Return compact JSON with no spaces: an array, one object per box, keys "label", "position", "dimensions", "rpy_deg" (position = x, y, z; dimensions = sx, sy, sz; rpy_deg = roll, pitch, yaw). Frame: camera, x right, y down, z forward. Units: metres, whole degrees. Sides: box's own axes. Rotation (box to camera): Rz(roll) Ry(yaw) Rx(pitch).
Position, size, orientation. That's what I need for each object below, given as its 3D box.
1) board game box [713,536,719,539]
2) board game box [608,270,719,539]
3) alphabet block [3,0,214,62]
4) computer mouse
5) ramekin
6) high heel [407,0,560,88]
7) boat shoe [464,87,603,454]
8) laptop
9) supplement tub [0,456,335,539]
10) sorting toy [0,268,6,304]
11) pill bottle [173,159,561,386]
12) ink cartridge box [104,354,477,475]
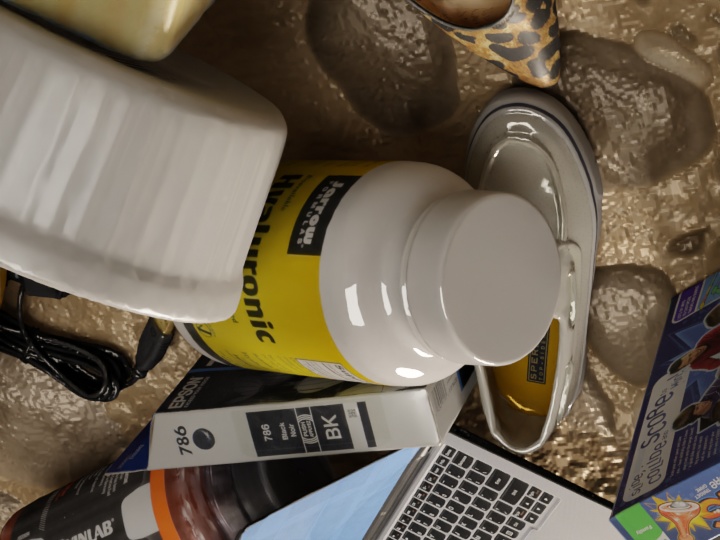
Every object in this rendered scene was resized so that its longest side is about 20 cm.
[{"label":"board game box","position":[0.255,0.182,1.134],"dimensions":[0.151,0.047,0.200],"rpy_deg":[-22,111,28]},{"label":"board game box","position":[0.195,0.044,0.977],"dimensions":[0.135,0.200,0.034],"rpy_deg":[-32,106,31]},{"label":"alphabet block","position":[-0.119,-0.245,0.913],"dimensions":[0.196,0.195,0.200],"rpy_deg":[23,123,1]},{"label":"computer mouse","position":[-0.164,-0.008,1.156],"dimensions":[0.140,0.046,0.200],"rpy_deg":[27,124,3]},{"label":"ramekin","position":[-0.131,-0.062,0.953],"dimensions":[0.200,0.200,0.098],"rpy_deg":[25,99,2]},{"label":"high heel","position":[0.024,-0.125,0.957],"dimensions":[0.071,0.143,0.200],"rpy_deg":[-19,124,36]},{"label":"boat shoe","position":[0.084,0.006,1.069],"dimensions":[0.071,0.070,0.200],"rpy_deg":[7,122,14]},{"label":"laptop","position":[0.024,0.181,1.135],"dimensions":[0.200,0.116,0.187],"rpy_deg":[26,143,-1]},{"label":"supplement tub","position":[-0.111,0.153,1.199],"dimensions":[0.200,0.107,0.107],"rpy_deg":[-28,108,29]},{"label":"sorting toy","position":[-0.294,-0.003,1.091],"dimensions":[0.180,0.107,0.200],"rpy_deg":[20,163,7]},{"label":"pill bottle","position":[0.000,0.000,1.025],"dimensions":[0.200,0.111,0.111],"rpy_deg":[3,125,47]},{"label":"ink cartridge box","position":[-0.039,0.067,1.128],"dimensions":[0.200,0.099,0.039],"rpy_deg":[-8,111,21]}]
